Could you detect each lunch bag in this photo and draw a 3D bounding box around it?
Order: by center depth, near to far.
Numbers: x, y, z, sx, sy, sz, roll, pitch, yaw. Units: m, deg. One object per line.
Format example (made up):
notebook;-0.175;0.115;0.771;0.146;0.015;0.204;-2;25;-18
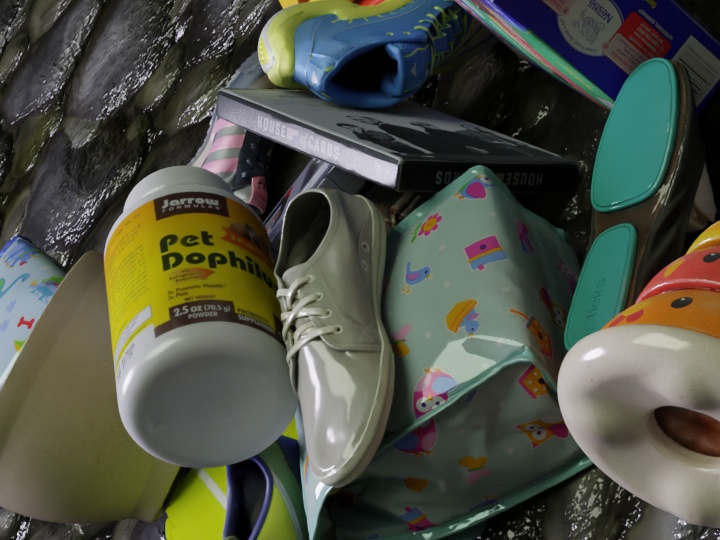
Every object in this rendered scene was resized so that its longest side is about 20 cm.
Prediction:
lunch bag;0.041;0.067;1.073;0.200;0.122;0.170;-37;39;24
lunch bag;-0.286;0.097;1.506;0.200;0.127;0.170;-51;32;-4

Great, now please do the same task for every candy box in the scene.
candy box;0.115;-0.176;1.121;0.077;0.169;0.200;-51;31;6

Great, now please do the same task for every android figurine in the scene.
android figurine;-0.065;0.145;1.231;0.200;0.041;0.182;-56;32;1

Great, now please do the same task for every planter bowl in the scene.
planter bowl;-0.181;0.103;1.306;0.200;0.135;0.200;-64;-1;-1

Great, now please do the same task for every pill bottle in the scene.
pill bottle;-0.103;0.021;1.122;0.109;0.109;0.200;-46;33;22

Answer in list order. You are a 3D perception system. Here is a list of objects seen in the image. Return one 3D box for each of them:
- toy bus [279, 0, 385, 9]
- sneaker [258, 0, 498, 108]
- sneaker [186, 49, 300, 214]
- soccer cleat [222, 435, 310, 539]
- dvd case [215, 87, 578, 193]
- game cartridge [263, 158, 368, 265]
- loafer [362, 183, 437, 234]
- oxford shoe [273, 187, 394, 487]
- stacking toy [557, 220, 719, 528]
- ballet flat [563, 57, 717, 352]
toy bus;0.026;-0.235;1.348;0.200;0.136;0.192;-37;51;29
sneaker;0.036;-0.148;1.227;0.105;0.200;0.076;45;145;49
sneaker;-0.090;-0.087;1.450;0.082;0.070;0.200;32;94;42
soccer cleat;-0.063;0.201;1.110;0.065;0.084;0.200;-9;77;42
dvd case;0.021;-0.086;1.173;0.200;0.150;0.025;25;111;49
game cartridge;-0.037;-0.047;1.283;0.130;0.038;0.200;-48;8;12
loafer;0.000;0.000;1.195;0.200;0.072;0.063;-48;-10;-8
oxford shoe;-0.021;0.033;1.024;0.075;0.058;0.200;-35;42;37
stacking toy;0.199;0.019;0.912;0.146;0.146;0.200;-16;35;49
ballet flat;0.163;-0.022;1.020;0.068;0.068;0.200;-8;57;50
